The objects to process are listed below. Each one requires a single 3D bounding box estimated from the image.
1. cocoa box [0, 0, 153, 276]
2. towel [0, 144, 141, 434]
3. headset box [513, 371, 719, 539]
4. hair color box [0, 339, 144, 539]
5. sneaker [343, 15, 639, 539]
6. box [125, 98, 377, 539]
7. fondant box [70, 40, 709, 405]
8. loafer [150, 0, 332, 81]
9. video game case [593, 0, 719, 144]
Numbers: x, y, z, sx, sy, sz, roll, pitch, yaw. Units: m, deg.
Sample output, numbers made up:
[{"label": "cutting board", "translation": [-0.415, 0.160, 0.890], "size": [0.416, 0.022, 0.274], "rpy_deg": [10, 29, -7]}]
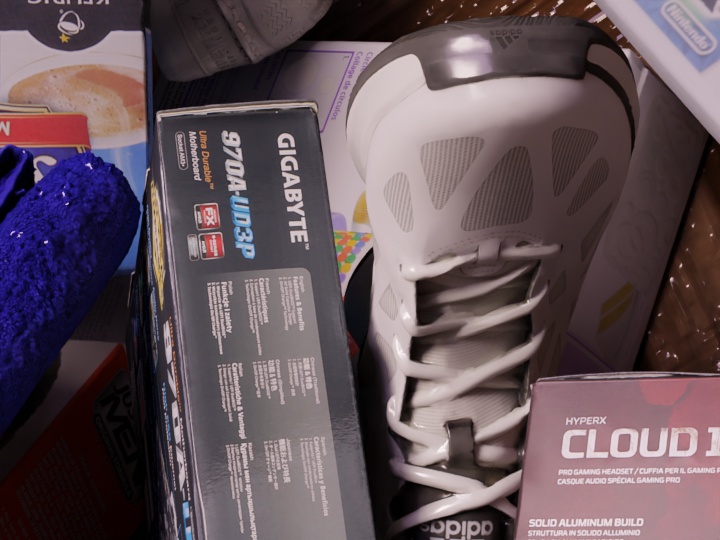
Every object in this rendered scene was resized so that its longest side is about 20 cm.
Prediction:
[{"label": "cocoa box", "translation": [-0.151, -0.058, 0.828], "size": [0.200, 0.133, 0.132], "rpy_deg": [176, 93, -73]}, {"label": "towel", "translation": [-0.141, 0.060, 0.660], "size": [0.148, 0.049, 0.200], "rpy_deg": [-43, 11, 43]}, {"label": "headset box", "translation": [0.089, 0.127, 0.615], "size": [0.077, 0.149, 0.201], "rpy_deg": [-1, 63, 24]}, {"label": "hair color box", "translation": [-0.152, 0.102, 0.771], "size": [0.101, 0.061, 0.200], "rpy_deg": [3, 38, 32]}, {"label": "sneaker", "translation": [0.035, 0.026, 0.641], "size": [0.075, 0.201, 0.116], "rpy_deg": [-3, 64, -5]}, {"label": "box", "translation": [-0.030, 0.078, 0.687], "size": [0.046, 0.159, 0.201], "rpy_deg": [-4, 67, -10]}, {"label": "fondant box", "translation": [0.000, 0.000, 0.832], "size": [0.199, 0.058, 0.145], "rpy_deg": [5, 69, 41]}, {"label": "loafer", "translation": [-0.076, -0.132, 0.902], "size": [0.070, 0.070, 0.200], "rpy_deg": [-33, 37, -2]}, {"label": "video game case", "translation": [0.143, -0.143, 0.796], "size": [0.182, 0.022, 0.200], "rpy_deg": [-34, 46, -1]}]
